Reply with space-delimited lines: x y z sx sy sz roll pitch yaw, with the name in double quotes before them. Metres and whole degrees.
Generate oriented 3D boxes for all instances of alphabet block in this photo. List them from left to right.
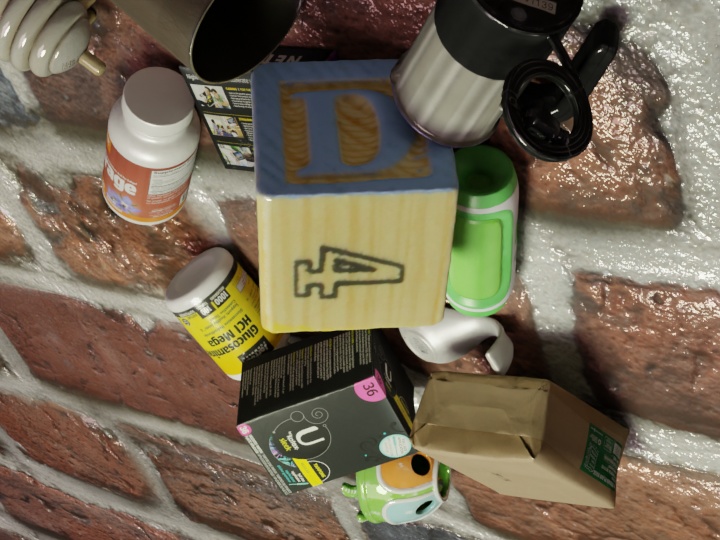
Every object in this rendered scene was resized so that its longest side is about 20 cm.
"alphabet block" -0.012 -0.075 1.362 0.193 0.197 0.201 -1 139 -3

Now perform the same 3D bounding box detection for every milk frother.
"milk frother" 0.119 -0.163 1.196 0.179 0.201 0.188 31 148 -2

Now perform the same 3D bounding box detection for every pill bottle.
"pill bottle" -0.254 -0.152 1.634 0.111 0.113 0.201 32 147 5
"pill bottle" -0.168 0.076 1.846 0.112 0.113 0.201 -10 127 48

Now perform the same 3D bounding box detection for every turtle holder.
"turtle holder" 0.061 0.302 1.904 0.130 0.142 0.187 0 127 19

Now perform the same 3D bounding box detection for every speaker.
"speaker" 0.127 -0.039 1.452 0.088 0.089 0.201 21 145 20

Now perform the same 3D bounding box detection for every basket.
"basket" -0.184 -0.299 1.349 0.199 0.180 0.137 34 129 19

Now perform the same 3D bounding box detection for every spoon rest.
"spoon rest" 0.118 0.082 1.656 0.199 0.061 0.100 13 142 53

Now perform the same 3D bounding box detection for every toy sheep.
"toy sheep" -0.373 -0.292 1.544 0.199 0.138 0.138 33 148 3

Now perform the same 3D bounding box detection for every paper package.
"paper package" 0.196 0.204 1.622 0.189 0.105 0.199 1 157 42

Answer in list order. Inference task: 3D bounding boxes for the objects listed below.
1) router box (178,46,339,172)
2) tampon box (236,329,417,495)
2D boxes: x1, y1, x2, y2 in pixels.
"router box" -0.093 -0.177 1.508 0.198 0.051 0.150 10 138 35
"tampon box" -0.042 0.179 1.772 0.198 0.127 0.151 -21 126 15
